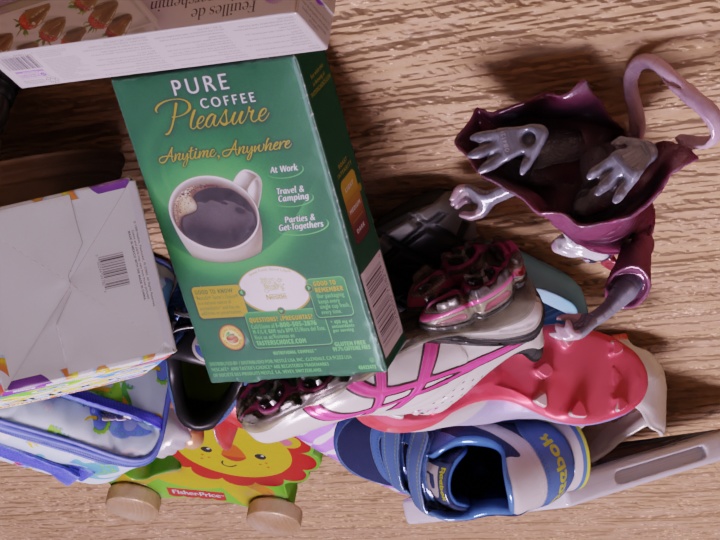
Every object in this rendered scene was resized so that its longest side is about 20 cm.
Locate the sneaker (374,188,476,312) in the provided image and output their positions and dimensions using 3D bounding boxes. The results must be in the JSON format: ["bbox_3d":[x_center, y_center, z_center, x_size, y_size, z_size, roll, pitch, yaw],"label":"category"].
[{"bbox_3d":[0.000,0.000,1.391,0.075,0.080,0.200,27,131,-26],"label":"sneaker"}]

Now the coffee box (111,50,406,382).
[{"bbox_3d":[-0.055,-0.034,1.233,0.122,0.044,0.201,-5,115,27],"label":"coffee box"}]

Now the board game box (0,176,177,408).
[{"bbox_3d":[-0.182,0.019,1.308,0.102,0.106,0.200,-13,176,-12],"label":"board game box"}]

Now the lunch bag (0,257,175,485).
[{"bbox_3d":[-0.220,0.052,1.461,0.199,0.162,0.082,21,153,-24],"label":"lunch bag"}]

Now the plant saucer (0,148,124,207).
[{"bbox_3d":[-0.238,-0.035,1.323,0.199,0.030,0.200,-15,177,-1],"label":"plant saucer"}]

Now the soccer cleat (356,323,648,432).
[{"bbox_3d":[0.088,0.073,1.411,0.199,0.067,0.076,-4,174,-17],"label":"soccer cleat"}]

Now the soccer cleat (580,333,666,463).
[{"bbox_3d":[0.122,0.111,1.522,0.199,0.078,0.069,-23,145,23],"label":"soccer cleat"}]

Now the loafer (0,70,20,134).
[{"bbox_3d":[-0.281,-0.077,1.307,0.073,0.073,0.199,25,151,-31],"label":"loafer"}]

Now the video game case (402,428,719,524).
[{"bbox_3d":[0.157,0.150,1.591,0.181,0.023,0.200,-12,177,-34],"label":"video game case"}]

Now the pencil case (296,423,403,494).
[{"bbox_3d":[-0.007,0.095,1.576,0.085,0.084,0.200,-12,148,41],"label":"pencil case"}]

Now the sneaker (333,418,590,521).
[{"bbox_3d":[0.054,0.124,1.462,0.199,0.082,0.074,1,111,38],"label":"sneaker"}]

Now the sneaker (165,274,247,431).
[{"bbox_3d":[-0.081,0.016,1.335,0.078,0.089,0.201,9,124,1],"label":"sneaker"}]

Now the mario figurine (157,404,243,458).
[{"bbox_3d":[-0.164,0.095,1.595,0.199,0.124,0.106,10,144,8],"label":"mario figurine"}]

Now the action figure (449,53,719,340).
[{"bbox_3d":[0.131,-0.051,1.239,0.149,0.134,0.200,-42,157,5],"label":"action figure"}]

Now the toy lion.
[{"bbox_3d":[-0.125,0.142,1.761,0.198,0.069,0.192,4,148,12],"label":"toy lion"}]

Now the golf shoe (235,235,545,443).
[{"bbox_3d":[0.022,0.063,1.317,0.199,0.073,0.092,-26,121,-1],"label":"golf shoe"}]

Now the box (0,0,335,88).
[{"bbox_3d":[-0.110,-0.133,1.166,0.199,0.039,0.041,-5,154,28],"label":"box"}]

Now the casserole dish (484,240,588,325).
[{"bbox_3d":[0.069,0.027,1.460,0.121,0.039,0.200,24,151,-30],"label":"casserole dish"}]
